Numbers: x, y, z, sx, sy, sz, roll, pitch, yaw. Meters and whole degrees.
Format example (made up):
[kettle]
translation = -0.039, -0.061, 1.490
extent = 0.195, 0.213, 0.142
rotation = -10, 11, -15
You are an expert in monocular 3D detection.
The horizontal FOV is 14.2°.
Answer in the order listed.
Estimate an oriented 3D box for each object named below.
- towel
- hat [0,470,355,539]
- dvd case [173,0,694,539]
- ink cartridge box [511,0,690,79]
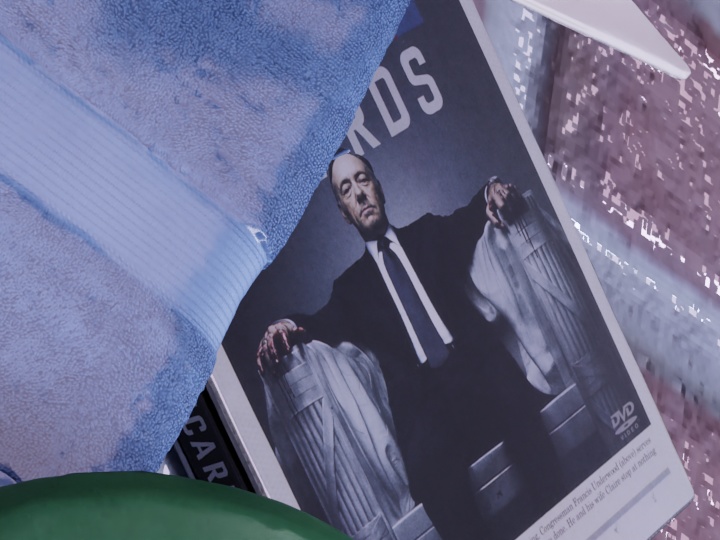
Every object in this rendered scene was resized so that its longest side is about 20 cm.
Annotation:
[towel]
translation = -0.067, -0.026, 0.604
extent = 0.112, 0.048, 0.200
rotation = 40, 62, -21
[hat]
translation = -0.047, 0.146, 0.606
extent = 0.166, 0.176, 0.200
rotation = -38, 89, -16
[dvd case]
translation = 0.000, 0.000, 0.709
extent = 0.150, 0.025, 0.200
rotation = -33, 102, -48
[ink cartridge box]
translation = 0.016, -0.141, 0.647
extent = 0.115, 0.068, 0.200
rotation = 20, 29, -43
